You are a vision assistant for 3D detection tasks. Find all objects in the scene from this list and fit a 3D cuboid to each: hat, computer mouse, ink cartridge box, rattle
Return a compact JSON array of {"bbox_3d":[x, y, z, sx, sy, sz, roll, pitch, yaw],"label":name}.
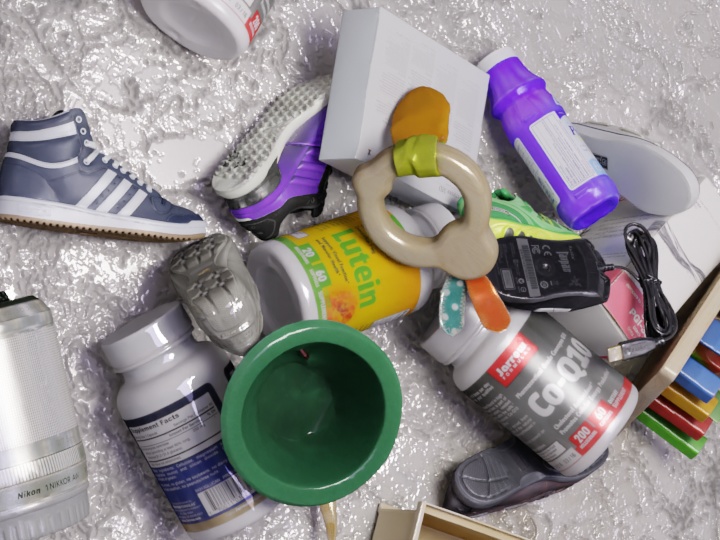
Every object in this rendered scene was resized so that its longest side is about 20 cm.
[{"bbox_3d":[-0.066,0.112,1.589,0.200,0.176,0.166,34,88,-28],"label":"hat"},{"bbox_3d":[0.206,0.031,1.676,0.199,0.046,0.141,-6,64,-21],"label":"computer mouse"},{"bbox_3d":[0.281,-0.002,1.815,0.200,0.146,0.083,-44,107,-25],"label":"ink cartridge box"},{"bbox_3d":[0.080,-0.051,1.640,0.130,0.143,0.200,-36,111,9],"label":"rattle"}]

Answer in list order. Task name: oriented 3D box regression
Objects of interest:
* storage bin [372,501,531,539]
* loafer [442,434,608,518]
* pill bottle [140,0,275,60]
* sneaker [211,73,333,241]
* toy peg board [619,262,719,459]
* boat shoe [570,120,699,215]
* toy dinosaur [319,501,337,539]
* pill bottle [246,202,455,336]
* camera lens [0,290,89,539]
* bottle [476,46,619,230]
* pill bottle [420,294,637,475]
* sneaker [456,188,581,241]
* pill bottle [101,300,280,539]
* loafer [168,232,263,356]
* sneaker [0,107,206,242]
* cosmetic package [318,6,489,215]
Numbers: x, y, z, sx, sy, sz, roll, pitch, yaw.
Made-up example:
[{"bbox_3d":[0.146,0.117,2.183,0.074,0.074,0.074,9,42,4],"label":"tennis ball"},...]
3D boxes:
[{"bbox_3d":[0.092,0.350,1.702,0.198,0.094,0.201,22,74,-26],"label":"storage bin"},{"bbox_3d":[0.165,0.207,1.788,0.199,0.063,0.072,-13,61,-34],"label":"loafer"},{"bbox_3d":[-0.113,-0.309,1.640,0.114,0.114,0.201,37,69,-21],"label":"pill bottle"},{"bbox_3d":[-0.058,-0.106,1.683,0.200,0.069,0.100,-49,123,-29],"label":"sneaker"},{"bbox_3d":[0.369,0.088,1.813,0.098,0.199,0.200,35,67,5],"label":"toy peg board"},{"bbox_3d":[0.281,-0.112,1.807,0.066,0.200,0.072,-21,117,-35],"label":"boat shoe"},{"bbox_3d":[-0.036,0.170,1.680,0.101,0.058,0.201,-20,87,-15],"label":"toy dinosaur"},{"bbox_3d":[0.000,0.000,1.674,0.199,0.111,0.112,-19,95,-30],"label":"pill bottle"},{"bbox_3d":[-0.319,0.125,1.451,0.159,0.160,0.201,-14,92,-30],"label":"camera lens"},{"bbox_3d":[0.189,-0.138,1.790,0.065,0.084,0.200,-34,74,7],"label":"bottle"},{"bbox_3d":[0.165,0.100,1.727,0.200,0.114,0.114,39,67,-2],"label":"pill bottle"},{"bbox_3d":[0.162,-0.044,1.764,0.200,0.074,0.084,17,42,-59],"label":"sneaker"},{"bbox_3d":[-0.152,0.134,1.574,0.111,0.111,0.201,-33,101,-28],"label":"pill bottle"},{"bbox_3d":[-0.128,0.021,1.562,0.070,0.200,0.070,-26,112,0],"label":"loafer"},{"bbox_3d":[-0.229,-0.085,1.576,0.199,0.070,0.109,7,83,-26],"label":"sneaker"},{"bbox_3d":[0.046,-0.152,1.711,0.200,0.051,0.152,23,70,-51],"label":"cosmetic package"}]
